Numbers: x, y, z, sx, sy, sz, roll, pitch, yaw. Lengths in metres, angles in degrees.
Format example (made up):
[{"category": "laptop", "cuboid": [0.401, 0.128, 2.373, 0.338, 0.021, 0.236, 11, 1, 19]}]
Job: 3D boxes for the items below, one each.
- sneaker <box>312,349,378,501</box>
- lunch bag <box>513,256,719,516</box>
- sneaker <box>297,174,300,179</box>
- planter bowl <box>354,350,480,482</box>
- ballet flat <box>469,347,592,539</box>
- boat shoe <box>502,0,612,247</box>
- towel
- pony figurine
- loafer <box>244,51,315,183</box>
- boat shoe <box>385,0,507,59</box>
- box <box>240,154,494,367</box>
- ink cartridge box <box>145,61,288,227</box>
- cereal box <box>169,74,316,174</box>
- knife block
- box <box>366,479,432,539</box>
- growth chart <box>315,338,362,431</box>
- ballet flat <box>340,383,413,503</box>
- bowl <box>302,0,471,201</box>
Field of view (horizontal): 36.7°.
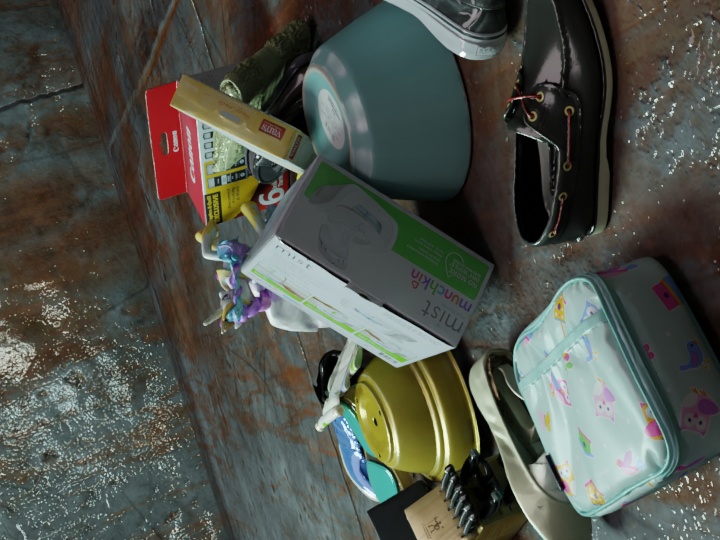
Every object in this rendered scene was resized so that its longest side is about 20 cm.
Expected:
[{"category": "sneaker", "cuboid": [-0.005, 0.197, 1.412, 0.112, 0.076, 0.202, 71, 179, -62]}, {"category": "lunch bag", "cuboid": [0.184, 0.088, 0.809, 0.162, 0.076, 0.200, 66, 160, 18]}, {"category": "sneaker", "cuboid": [-0.030, -0.051, 1.269, 0.084, 0.073, 0.204, 154, 105, -65]}, {"category": "planter bowl", "cuboid": [0.047, 0.155, 1.200, 0.201, 0.082, 0.203, -126, 27, -43]}, {"category": "ballet flat", "cuboid": [0.157, 0.156, 0.975, 0.070, 0.068, 0.202, 102, 145, -56]}, {"category": "boat shoe", "cuboid": [0.139, -0.113, 0.787, 0.074, 0.062, 0.205, -137, 36, -59]}, {"category": "towel", "cuboid": [-0.120, -0.206, 1.313, 0.036, 0.148, 0.201, 40, 154, 9]}, {"category": "pony figurine", "cuboid": [-0.126, -0.001, 1.453, 0.168, 0.190, 0.202, 95, 163, -44]}, {"category": "loafer", "cuboid": [-0.083, -0.165, 1.287, 0.064, 0.071, 0.201, 60, 140, 26]}, {"category": "boat shoe", "cuboid": [0.059, -0.251, 0.896, 0.200, 0.071, 0.072, 45, 139, 35]}, {"category": "box", "cuboid": [0.000, 0.000, 1.060, 0.198, 0.098, 0.176, 32, 162, -8]}, {"category": "ink cartridge box", "cuboid": [-0.191, -0.167, 1.480, 0.084, 0.173, 0.202, 55, 155, 38]}, {"category": "cereal box", "cuboid": [-0.098, -0.142, 1.157, 0.142, 0.040, 0.200, 27, -178, 17]}, {"category": "knife block", "cuboid": [0.141, 0.227, 1.102, 0.199, 0.175, 0.065, 17, -140, -55]}, {"category": "box", "cuboid": [0.096, 0.350, 1.211, 0.202, 0.078, 0.141, 63, -177, 26]}, {"category": "growth chart", "cuboid": [-0.005, 0.086, 1.255, 0.145, 0.017, 0.203, 135, 157, -75]}, {"category": "ballet flat", "cuboid": [0.034, 0.218, 1.327, 0.068, 0.063, 0.202, 20, 139, 50]}, {"category": "bowl", "cuboid": [0.013, -0.150, 1.038, 0.202, 0.104, 0.203, 54, 155, 40]}]
